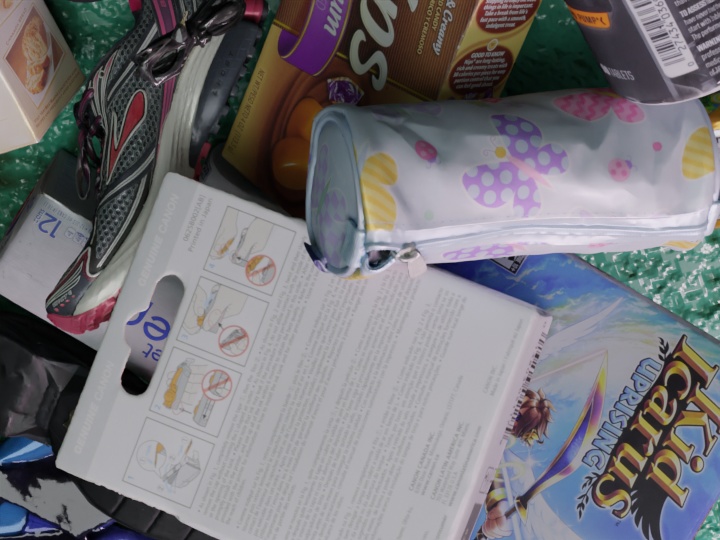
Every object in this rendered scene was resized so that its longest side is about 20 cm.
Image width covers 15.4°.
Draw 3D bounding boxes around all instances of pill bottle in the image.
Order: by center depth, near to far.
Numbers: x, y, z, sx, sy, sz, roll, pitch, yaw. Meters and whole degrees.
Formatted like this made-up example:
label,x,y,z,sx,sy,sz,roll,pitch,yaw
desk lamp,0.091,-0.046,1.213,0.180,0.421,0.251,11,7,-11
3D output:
label,x,y,z,sx,sy,sz,roll,pitch,yaw
pill bottle,0.121,-0.184,1.225,0.106,0.106,0.200,-23,118,16

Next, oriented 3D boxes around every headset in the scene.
label,x,y,z,sx,sy,sz,roll,pitch,yaw
headset,-0.138,-0.171,1.290,0.200,0.094,0.124,38,159,21

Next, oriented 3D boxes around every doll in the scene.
label,x,y,z,sx,sy,sz,roll,pitch,yaw
doll,-0.163,0.134,1.510,0.199,0.049,0.137,11,117,-7

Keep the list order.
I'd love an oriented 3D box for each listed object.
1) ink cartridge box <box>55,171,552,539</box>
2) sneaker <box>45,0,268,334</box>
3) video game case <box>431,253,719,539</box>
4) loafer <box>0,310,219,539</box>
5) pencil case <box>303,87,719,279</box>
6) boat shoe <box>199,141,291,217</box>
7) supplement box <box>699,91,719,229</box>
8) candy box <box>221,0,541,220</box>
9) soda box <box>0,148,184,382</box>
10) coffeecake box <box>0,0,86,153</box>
label,x,y,z,sx,sy,sz,roll,pitch,yaw
ink cartridge box,-0.027,0.060,1.307,0.200,0.057,0.163,21,89,16
sneaker,-0.117,-0.061,1.361,0.075,0.081,0.200,23,75,-8
video game case,0.084,0.095,1.330,0.181,0.045,0.200,30,91,9
loafer,-0.135,0.078,1.440,0.200,0.072,0.073,35,114,9
pencil case,0.073,-0.043,1.273,0.199,0.091,0.083,-6,119,-21
boat shoe,0.000,0.000,1.427,0.200,0.074,0.065,28,121,2
supplement box,0.144,-0.055,1.383,0.199,0.067,0.069,-6,113,7
candy box,0.015,-0.113,1.337,0.117,0.056,0.200,41,123,31
soda box,-0.099,0.020,1.443,0.200,0.063,0.068,31,114,-11
coffeecake box,-0.258,-0.145,1.351,0.153,0.073,0.200,-15,116,26
